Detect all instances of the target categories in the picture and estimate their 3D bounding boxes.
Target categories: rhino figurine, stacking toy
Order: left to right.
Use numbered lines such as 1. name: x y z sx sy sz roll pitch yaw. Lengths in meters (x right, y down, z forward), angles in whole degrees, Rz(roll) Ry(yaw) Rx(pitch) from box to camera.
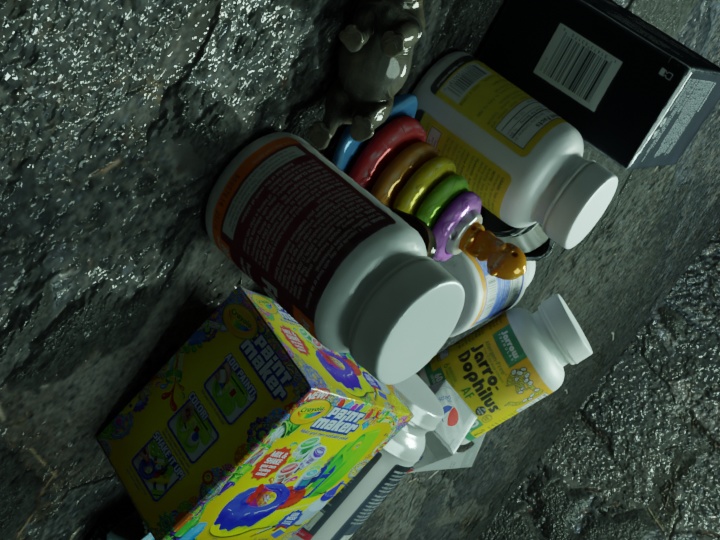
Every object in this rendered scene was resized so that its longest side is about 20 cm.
1. rhino figurine: 0.020 -0.190 0.945 0.202 0.059 0.088 -66 175 31
2. stacking toy: 0.069 -0.054 1.079 0.116 0.199 0.111 -37 155 -37

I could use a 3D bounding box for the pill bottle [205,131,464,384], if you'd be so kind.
1. pill bottle: -0.020 -0.010 0.939 0.114 0.200 0.115 -35 148 -25

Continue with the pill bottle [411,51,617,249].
1. pill bottle: 0.142 -0.111 1.143 0.111 0.199 0.112 -42 158 -22

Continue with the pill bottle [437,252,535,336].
1. pill bottle: 0.137 0.007 1.459 0.199 0.112 0.113 -19 142 -57

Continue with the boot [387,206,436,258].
1. boot: 0.017 -0.013 1.057 0.096 0.198 0.076 11 80 -40

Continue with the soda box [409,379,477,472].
1. soda box: 0.046 0.200 1.430 0.199 0.064 0.068 -32 -167 48

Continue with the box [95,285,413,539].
1. box: -0.090 0.139 1.080 0.193 0.122 0.199 -46 151 12

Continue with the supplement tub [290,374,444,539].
1. supplement tub: -0.023 0.181 1.230 0.201 0.140 0.140 -49 161 9

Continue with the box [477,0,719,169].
1. box: 0.254 -0.205 1.236 0.199 0.196 0.118 -12 136 -60

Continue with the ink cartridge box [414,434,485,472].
1. ink cartridge box: 0.077 0.223 1.621 0.171 0.044 0.201 -6 153 -7

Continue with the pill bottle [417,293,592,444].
1. pill bottle: 0.177 0.116 1.459 0.198 0.114 0.113 -32 163 12

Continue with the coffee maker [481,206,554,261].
1. coffee maker: 0.166 -0.119 1.304 0.200 0.132 0.195 30 56 -75

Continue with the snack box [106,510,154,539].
1. snack box: -0.184 0.272 1.216 0.200 0.037 0.118 -36 137 -57

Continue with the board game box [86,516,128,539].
1. board game box: -0.241 0.308 1.248 0.136 0.028 0.199 -57 160 11
